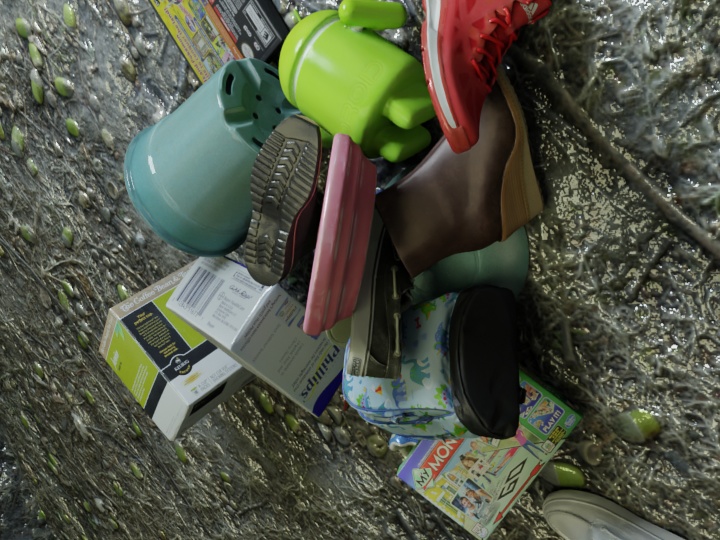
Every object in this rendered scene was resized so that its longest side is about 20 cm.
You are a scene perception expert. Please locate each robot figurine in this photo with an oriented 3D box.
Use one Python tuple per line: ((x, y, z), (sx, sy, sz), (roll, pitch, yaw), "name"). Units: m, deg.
((-0.008, -0.202, 0.814), (0.199, 0.115, 0.178), (37, 136, 20), "robot figurine")

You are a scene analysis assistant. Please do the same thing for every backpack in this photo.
((0.072, 0.112, 0.844), (0.199, 0.151, 0.167), (-30, 51, 59), "backpack")

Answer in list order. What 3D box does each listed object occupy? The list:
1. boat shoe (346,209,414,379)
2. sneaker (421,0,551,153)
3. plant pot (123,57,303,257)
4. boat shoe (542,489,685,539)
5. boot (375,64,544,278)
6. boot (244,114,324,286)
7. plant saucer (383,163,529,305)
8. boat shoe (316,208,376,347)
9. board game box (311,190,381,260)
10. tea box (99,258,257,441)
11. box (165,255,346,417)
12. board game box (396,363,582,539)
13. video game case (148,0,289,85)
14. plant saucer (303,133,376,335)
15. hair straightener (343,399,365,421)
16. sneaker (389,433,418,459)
((0.025, 0.025, 0.812), (0.062, 0.204, 0.071), (8, 148, -1), "boat shoe")
((0.115, -0.207, 0.663), (0.113, 0.078, 0.205), (-10, 69, 17), "sneaker")
((-0.168, -0.150, 0.956), (0.195, 0.199, 0.203), (-31, 92, 40), "plant pot")
((0.299, 0.329, 0.885), (0.197, 0.068, 0.074), (23, 129, 32), "boat shoe")
((0.086, -0.107, 0.753), (0.073, 0.163, 0.204), (-112, -1, -71), "boot")
((-0.068, -0.096, 0.888), (0.077, 0.138, 0.203), (31, 121, 14), "boot")
((0.093, -0.021, 0.861), (0.197, 0.039, 0.205), (14, 121, 24), "plant saucer")
((-0.021, -0.014, 0.915), (0.073, 0.069, 0.205), (4, 106, -7), "boat shoe")
((0.000, 0.000, 0.991), (0.133, 0.034, 0.204), (0, 113, 43), "board game box")
((-0.274, 0.119, 1.201), (0.197, 0.199, 0.134), (48, 138, 10), "tea box")
((-0.135, 0.084, 1.035), (0.182, 0.106, 0.200), (23, 162, 46), "box")
((0.150, 0.205, 0.893), (0.133, 0.029, 0.202), (34, 106, 5), "board game box")
((-0.191, -0.336, 0.975), (0.180, 0.025, 0.202), (-31, 93, 48), "video game case")
((-0.020, -0.033, 0.764), (0.049, 0.203, 0.204), (10, 130, -4), "plant saucer")
((0.023, 0.152, 1.040), (0.076, 0.041, 0.202), (26, 140, 12), "hair straightener")
((0.111, 0.284, 1.030), (0.201, 0.077, 0.076), (50, 136, 5), "sneaker")
